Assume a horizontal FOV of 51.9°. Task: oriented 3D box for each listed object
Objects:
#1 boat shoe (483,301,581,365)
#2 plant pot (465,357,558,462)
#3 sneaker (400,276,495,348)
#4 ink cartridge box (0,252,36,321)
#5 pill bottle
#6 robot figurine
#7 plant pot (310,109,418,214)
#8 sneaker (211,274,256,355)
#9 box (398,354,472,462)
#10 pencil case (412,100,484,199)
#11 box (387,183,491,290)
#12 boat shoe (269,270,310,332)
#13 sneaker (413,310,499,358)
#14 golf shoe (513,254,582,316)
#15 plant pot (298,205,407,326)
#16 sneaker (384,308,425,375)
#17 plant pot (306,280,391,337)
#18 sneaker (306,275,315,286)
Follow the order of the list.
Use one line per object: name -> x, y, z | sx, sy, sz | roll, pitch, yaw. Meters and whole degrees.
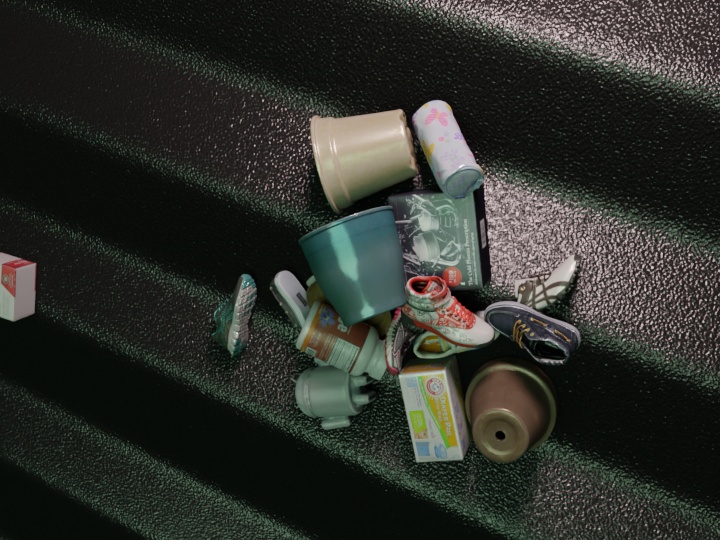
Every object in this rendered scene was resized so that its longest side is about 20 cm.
boat shoe -> 0.321, 0.120, 1.434 | 0.197, 0.091, 0.072 | 16, 117, 26
plant pot -> 0.299, 0.299, 1.510 | 0.196, 0.174, 0.205 | 4, 103, 19
sneaker -> 0.175, 0.079, 1.457 | 0.198, 0.068, 0.109 | 19, 138, 13
ink cartridge box -> -0.970, 0.032, 1.969 | 0.196, 0.083, 0.150 | 16, 107, 16
pill bottle -> -0.031, 0.155, 1.594 | 0.197, 0.112, 0.114 | 25, 111, -2
robot figurine -> -0.064, 0.272, 1.671 | 0.196, 0.113, 0.174 | -7, 85, 22
plant pot -> 0.016, -0.235, 1.494 | 0.180, 0.201, 0.205 | -13, 98, 10
sneaker -> -0.306, 0.098, 1.744 | 0.090, 0.077, 0.204 | 22, 108, 18
box -> 0.163, 0.296, 1.598 | 0.110, 0.101, 0.204 | -9, 99, 22
pencil case -> 0.169, -0.237, 1.430 | 0.089, 0.084, 0.202 | -12, 55, -13
box -> 0.164, -0.065, 1.511 | 0.179, 0.104, 0.204 | -4, 101, 22
boat shoe -> -0.141, 0.097, 1.688 | 0.201, 0.070, 0.066 | 53, 137, -5
sneaker -> 0.205, 0.143, 1.558 | 0.197, 0.081, 0.078 | -20, 94, 22
golf shoe -> 0.358, 0.036, 1.477 | 0.094, 0.078, 0.201 | 38, 111, 8
plant pot -> 0.000, 0.000, 1.440 | 0.197, 0.199, 0.191 | -21, 86, 23
sneaker -> 0.098, 0.125, 1.539 | 0.073, 0.202, 0.081 | 12, 146, 15
plant pot -> -0.023, 0.076, 1.611 | 0.196, 0.028, 0.202 | 14, 140, 12
sneaker -> -0.021, 0.031, 1.620 | 0.198, 0.074, 0.120 | -23, 97, 25
